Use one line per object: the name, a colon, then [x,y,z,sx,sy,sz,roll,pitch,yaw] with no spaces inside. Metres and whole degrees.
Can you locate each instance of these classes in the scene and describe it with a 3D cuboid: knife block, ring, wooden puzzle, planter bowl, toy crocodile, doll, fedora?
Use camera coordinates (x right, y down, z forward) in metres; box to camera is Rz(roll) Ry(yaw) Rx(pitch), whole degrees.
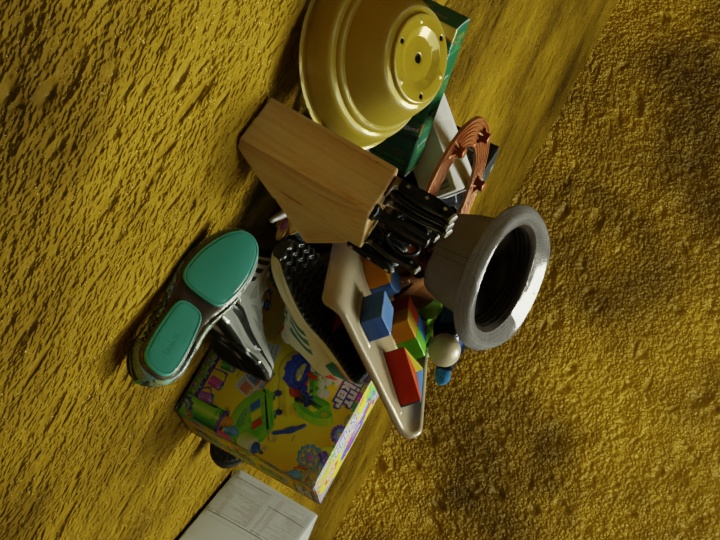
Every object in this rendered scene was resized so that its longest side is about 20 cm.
knife block: [-0.005,-0.084,1.399,0.201,0.174,0.064,55,53,-31]
ring: [0.109,-0.082,1.624,0.201,0.019,0.201,-54,160,-31]
wooden puzzle: [0.030,0.059,1.564,0.046,0.201,0.186,-22,-154,18]
planter bowl: [0.032,-0.221,1.436,0.199,0.083,0.203,-14,109,-48]
toy crocodile: [0.082,0.056,1.806,0.200,0.061,0.068,-53,150,-60]
doll: [0.114,0.072,1.720,0.200,0.048,0.138,-45,141,-70]
fedora: [0.138,-0.003,1.631,0.199,0.090,0.179,5,107,-62]

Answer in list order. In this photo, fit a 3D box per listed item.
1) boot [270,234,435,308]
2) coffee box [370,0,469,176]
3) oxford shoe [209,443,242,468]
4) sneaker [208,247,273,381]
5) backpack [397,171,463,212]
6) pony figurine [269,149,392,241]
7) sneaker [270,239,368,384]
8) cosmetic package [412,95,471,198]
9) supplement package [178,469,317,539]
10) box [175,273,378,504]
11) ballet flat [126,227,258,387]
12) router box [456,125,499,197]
boot: [0.000,0.000,1.713,0.077,0.198,0.156,-108,172,-51]
coffee box: [0.038,-0.224,1.610,0.044,0.122,0.202,-42,158,-53]
oxford shoe: [-0.146,0.212,1.893,0.200,0.072,0.085,-50,165,-50]
sneaker: [-0.118,0.041,1.554,0.116,0.075,0.201,-60,156,-20]
backpack: [0.042,-0.119,1.782,0.125,0.169,0.200,-19,-169,26]
pony figurine: [-0.018,-0.126,1.558,0.192,0.165,0.202,1,111,-56]
sneaker: [-0.065,0.051,1.560,0.201,0.093,0.071,58,47,-33]
cosmetic package: [0.076,-0.187,1.702,0.050,0.202,0.082,-21,177,26]
supplement package: [-0.188,0.444,2.040,0.200,0.146,0.193,-47,161,-55]
box: [-0.086,0.141,1.686,0.201,0.191,0.122,-59,169,-15]
ballet flat: [-0.174,0.037,1.402,0.201,0.074,0.075,-54,166,-35]
router box: [0.082,-0.128,1.946,0.201,0.156,0.052,-55,167,-33]
